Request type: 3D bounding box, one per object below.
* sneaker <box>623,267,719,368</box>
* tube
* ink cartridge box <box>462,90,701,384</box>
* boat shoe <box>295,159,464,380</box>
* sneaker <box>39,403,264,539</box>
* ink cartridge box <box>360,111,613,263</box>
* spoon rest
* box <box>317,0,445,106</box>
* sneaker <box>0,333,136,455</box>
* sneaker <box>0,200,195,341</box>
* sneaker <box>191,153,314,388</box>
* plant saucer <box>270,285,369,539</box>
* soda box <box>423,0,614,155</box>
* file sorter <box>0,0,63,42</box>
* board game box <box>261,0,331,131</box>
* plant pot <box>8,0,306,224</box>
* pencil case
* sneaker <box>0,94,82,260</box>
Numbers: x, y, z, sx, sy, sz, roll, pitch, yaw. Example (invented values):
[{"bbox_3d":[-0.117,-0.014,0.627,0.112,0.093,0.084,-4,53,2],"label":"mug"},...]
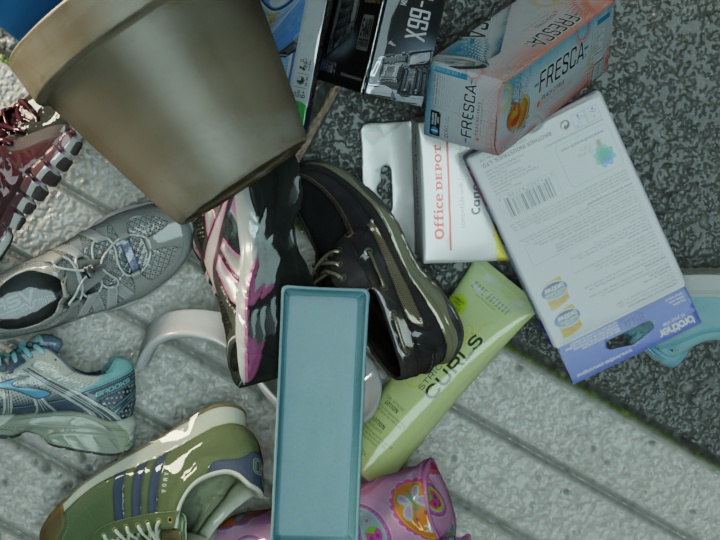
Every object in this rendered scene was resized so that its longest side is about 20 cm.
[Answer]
[{"bbox_3d":[0.236,0.040,1.782,0.198,0.074,0.083,0,95,-3],"label":"sneaker"},{"bbox_3d":[0.059,0.085,1.783,0.058,0.052,0.200,39,93,-8],"label":"tube"},{"bbox_3d":[0.175,-0.025,1.716,0.119,0.042,0.201,-26,93,-2],"label":"ink cartridge box"},{"bbox_3d":[0.000,0.000,1.734,0.073,0.075,0.200,-34,80,-34],"label":"boat shoe"},{"bbox_3d":[-0.162,0.194,1.746,0.200,0.090,0.067,-34,141,4],"label":"sneaker"},{"bbox_3d":[0.102,-0.067,1.761,0.198,0.068,0.117,-4,97,-4],"label":"ink cartridge box"},{"bbox_3d":[-0.078,0.076,1.758,0.199,0.100,0.061,15,138,-3],"label":"spoon rest"},{"bbox_3d":[0.022,-0.213,1.671,0.049,0.200,0.159,11,96,-12],"label":"box"},{"bbox_3d":[-0.275,0.089,1.751,0.199,0.078,0.087,9,94,-15],"label":"sneaker"},{"bbox_3d":[-0.220,0.010,1.736,0.199,0.082,0.075,-28,98,-3],"label":"sneaker"},{"bbox_3d":[-0.091,-0.005,1.730,0.080,0.086,0.202,13,73,-46],"label":"sneaker"},{"bbox_3d":[-0.032,0.113,1.691,0.069,0.019,0.202,3,89,-8],"label":"plant saucer"},{"bbox_3d":[0.125,-0.159,1.683,0.068,0.200,0.064,17,121,25],"label":"soda box"},{"bbox_3d":[-0.238,-0.289,1.664,0.200,0.139,0.123,-48,64,2],"label":"file sorter"},{"bbox_3d":[-0.090,-0.222,1.734,0.134,0.034,0.201,11,96,5],"label":"board game box"},{"bbox_3d":[-0.134,-0.137,1.626,0.199,0.200,0.174,-33,90,0],"label":"plant pot"},{"bbox_3d":[-0.016,0.216,1.751,0.199,0.087,0.088,-17,98,14],"label":"pencil case"},{"bbox_3d":[-0.295,-0.096,1.705,0.115,0.076,0.201,31,94,-32],"label":"sneaker"}]
